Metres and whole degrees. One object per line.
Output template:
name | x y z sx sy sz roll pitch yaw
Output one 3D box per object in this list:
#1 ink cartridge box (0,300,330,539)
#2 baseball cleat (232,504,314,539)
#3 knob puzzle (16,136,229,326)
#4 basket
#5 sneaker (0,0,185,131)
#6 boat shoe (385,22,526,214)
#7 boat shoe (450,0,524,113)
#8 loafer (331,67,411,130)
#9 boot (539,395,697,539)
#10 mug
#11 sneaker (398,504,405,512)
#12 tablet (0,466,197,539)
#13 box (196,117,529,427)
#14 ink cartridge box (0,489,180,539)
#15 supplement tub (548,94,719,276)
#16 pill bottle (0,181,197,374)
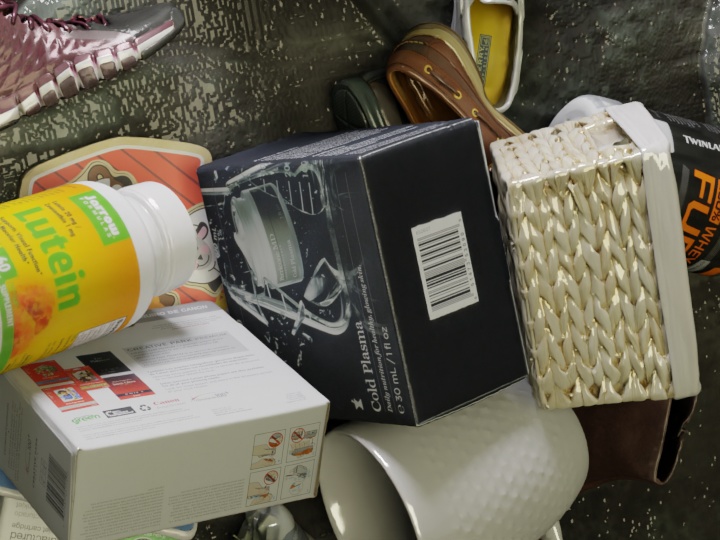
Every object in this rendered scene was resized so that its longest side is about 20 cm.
ink cartridge box | -0.153 0.104 1.390 0.200 0.176 0.084 -8 119 -32
baseball cleat | -0.054 0.258 1.469 0.070 0.200 0.106 -37 115 27
knob puzzle | -0.174 -0.013 1.475 0.219 0.030 0.220 -2 97 -20
basket | 0.172 -0.009 1.441 0.123 0.136 0.201 -9 109 1
sneaker | -0.234 -0.180 1.413 0.200 0.076 0.116 -28 101 -15
boat shoe | 0.083 -0.094 1.505 0.200 0.072 0.068 55 42 -11
boat shoe | 0.106 -0.220 1.528 0.074 0.086 0.203 5 94 -21
loafer | 0.041 -0.065 1.532 0.063 0.072 0.200 -25 100 -27
boot | 0.181 0.152 1.549 0.072 0.166 0.200 19 88 -31
mug | 0.087 0.181 1.478 0.175 0.148 0.200 -22 96 -26
sneaker | 0.081 0.229 1.571 0.116 0.078 0.200 -45 110 -9
tablet | -0.211 0.122 1.431 0.200 0.014 0.130 16 50 -16
box | 0.000 0.000 1.440 0.124 0.196 0.201 -20 103 -37
ink cartridge box | -0.222 0.262 1.456 0.146 0.084 0.201 10 92 -21
supplement tub | 0.252 -0.065 1.580 0.200 0.123 0.123 11 92 -21
pill bottle | -0.215 0.000 1.360 0.200 0.111 0.111 -21 104 -42
